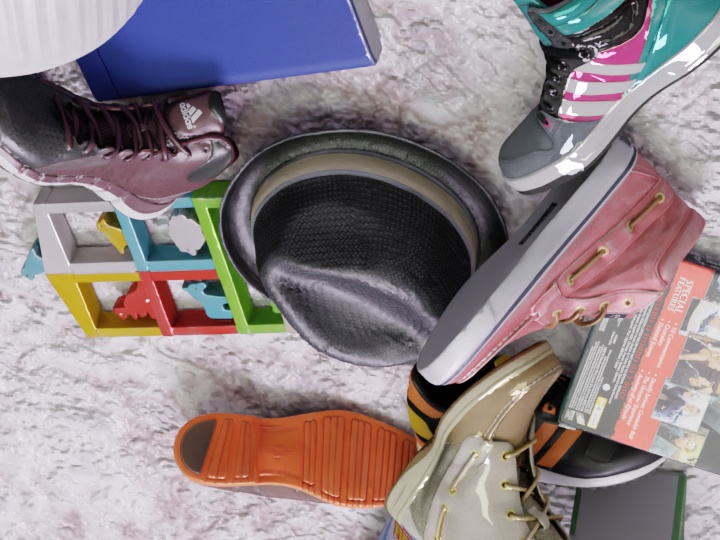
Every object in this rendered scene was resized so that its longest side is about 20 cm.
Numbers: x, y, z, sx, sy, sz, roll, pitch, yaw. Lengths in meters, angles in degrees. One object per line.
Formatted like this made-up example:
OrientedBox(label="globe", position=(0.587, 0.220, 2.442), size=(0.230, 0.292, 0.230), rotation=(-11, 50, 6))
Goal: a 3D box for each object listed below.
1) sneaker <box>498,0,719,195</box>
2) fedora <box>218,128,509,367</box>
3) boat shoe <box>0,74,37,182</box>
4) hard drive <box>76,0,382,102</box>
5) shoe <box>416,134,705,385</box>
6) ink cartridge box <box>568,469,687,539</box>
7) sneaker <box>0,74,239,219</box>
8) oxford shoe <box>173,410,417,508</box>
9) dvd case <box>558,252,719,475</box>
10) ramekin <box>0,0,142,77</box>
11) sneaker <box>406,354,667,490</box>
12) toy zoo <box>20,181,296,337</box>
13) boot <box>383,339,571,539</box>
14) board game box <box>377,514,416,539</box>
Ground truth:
OrientedBox(label="sneaker", position=(0.122, -0.136, 1.244), size=(0.121, 0.084, 0.200), rotation=(33, 125, -21))
OrientedBox(label="fedora", position=(0.000, 0.000, 1.387), size=(0.200, 0.092, 0.201), rotation=(3, 131, 3))
OrientedBox(label="boat shoe", position=(-0.243, -0.144, 1.353), size=(0.093, 0.075, 0.200), rotation=(-20, 124, 38))
OrientedBox(label="hard drive", position=(-0.100, -0.175, 1.316), size=(0.200, 0.025, 0.132), rotation=(-5, 129, 21))
OrientedBox(label="shoe", position=(0.131, 0.014, 1.332), size=(0.091, 0.071, 0.200), rotation=(41, 90, -13))
OrientedBox(label="ink cartridge box", position=(0.195, 0.265, 1.552), size=(0.087, 0.145, 0.200), rotation=(6, 132, 9))
OrientedBox(label="sneaker", position=(-0.151, -0.098, 1.336), size=(0.115, 0.076, 0.200), rotation=(-21, 159, 27))
OrientedBox(label="oxford shoe", position=(-0.040, 0.144, 1.580), size=(0.200, 0.071, 0.073), rotation=(9, 166, 0))
OrientedBox(label="dvd case", position=(0.251, 0.070, 1.408), size=(0.200, 0.022, 0.146), rotation=(18, 113, 1))
OrientedBox(label="ramekin", position=(-0.212, -0.203, 1.208), size=(0.200, 0.200, 0.105), rotation=(9, 138, 9))
OrientedBox(label="sneaker", position=(0.127, 0.100, 1.471), size=(0.200, 0.070, 0.090), rotation=(-1, 135, 20))
OrientedBox(label="toy zoo", position=(-0.151, -0.006, 1.491), size=(0.200, 0.020, 0.131), rotation=(-2, 131, 18))
OrientedBox(label="boot", position=(0.113, 0.156, 1.401), size=(0.155, 0.072, 0.200), rotation=(50, 133, 19))
OrientedBox(label="board game box", position=(0.069, 0.251, 1.548), size=(0.062, 0.200, 0.200), rotation=(-14, 136, -22))
